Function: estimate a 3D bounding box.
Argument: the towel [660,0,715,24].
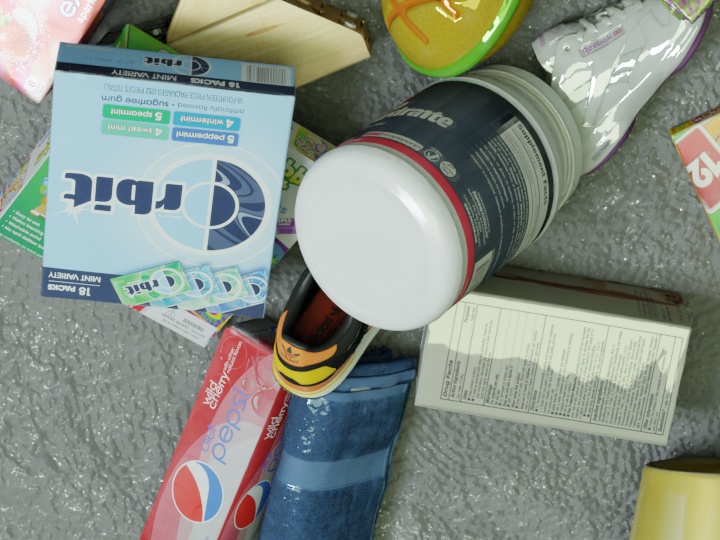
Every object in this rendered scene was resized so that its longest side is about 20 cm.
[{"bbox_3d":[0.218,-0.294,1.549,0.144,0.023,0.200,-46,78,10],"label":"towel"}]

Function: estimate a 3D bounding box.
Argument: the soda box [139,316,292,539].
[{"bbox_3d":[-0.100,0.141,1.692,0.070,0.063,0.201,30,108,25],"label":"soda box"}]

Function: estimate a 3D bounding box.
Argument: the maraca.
[{"bbox_3d":[0.081,-0.238,1.559,0.107,0.137,0.201,14,101,-43],"label":"maraca"}]

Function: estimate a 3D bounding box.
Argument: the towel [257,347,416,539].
[{"bbox_3d":[-0.021,0.160,1.684,0.048,0.111,0.201,31,115,40],"label":"towel"}]

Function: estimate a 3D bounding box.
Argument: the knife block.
[{"bbox_3d":[-0.110,-0.141,1.623,0.199,0.064,0.176,22,107,-4],"label":"knife block"}]

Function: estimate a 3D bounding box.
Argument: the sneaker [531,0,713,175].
[{"bbox_3d":[0.189,-0.168,1.593,0.099,0.075,0.200,34,105,-8],"label":"sneaker"}]

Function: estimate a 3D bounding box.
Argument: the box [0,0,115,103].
[{"bbox_3d":[-0.219,-0.239,1.583,0.102,0.095,0.200,35,105,-6],"label":"box"}]

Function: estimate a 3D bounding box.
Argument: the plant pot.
[{"bbox_3d":[0.283,0.245,1.659,0.200,0.201,0.190,0,90,3],"label":"plant pot"}]

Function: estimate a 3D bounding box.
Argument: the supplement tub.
[{"bbox_3d":[0.059,-0.057,1.546,0.140,0.200,0.141,19,125,29],"label":"supplement tub"}]

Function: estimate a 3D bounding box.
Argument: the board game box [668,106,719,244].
[{"bbox_3d":[0.322,-0.038,1.652,0.095,0.030,0.201,-25,106,10],"label":"board game box"}]

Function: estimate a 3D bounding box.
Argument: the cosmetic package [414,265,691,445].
[{"bbox_3d":[0.147,0.060,1.655,0.199,0.087,0.104,10,108,-1],"label":"cosmetic package"}]

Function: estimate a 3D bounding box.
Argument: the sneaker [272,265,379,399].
[{"bbox_3d":[0.000,0.000,1.602,0.070,0.090,0.201,28,70,11],"label":"sneaker"}]

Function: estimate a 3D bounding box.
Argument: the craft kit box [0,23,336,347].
[{"bbox_3d":[-0.144,-0.059,1.610,0.199,0.049,0.198,29,119,-22],"label":"craft kit box"}]

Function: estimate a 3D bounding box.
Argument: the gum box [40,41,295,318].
[{"bbox_3d":[-0.142,-0.063,1.553,0.169,0.045,0.201,5,126,-6],"label":"gum box"}]
